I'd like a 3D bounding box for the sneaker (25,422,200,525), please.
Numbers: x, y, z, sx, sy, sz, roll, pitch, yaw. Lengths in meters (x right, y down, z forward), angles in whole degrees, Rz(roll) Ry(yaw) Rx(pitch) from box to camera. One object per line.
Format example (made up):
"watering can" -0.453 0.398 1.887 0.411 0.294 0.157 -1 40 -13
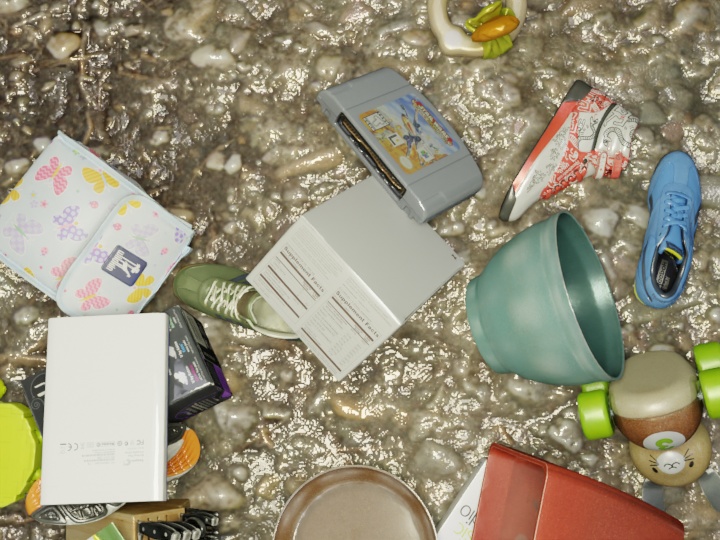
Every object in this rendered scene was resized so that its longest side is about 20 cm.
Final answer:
"sneaker" -0.283 0.244 1.122 0.200 0.092 0.076 -16 73 -30

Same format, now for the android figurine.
"android figurine" -0.467 0.217 1.178 0.200 0.041 0.182 1 84 1

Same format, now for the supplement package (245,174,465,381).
"supplement package" 0.000 0.000 1.107 0.156 0.200 0.111 47 121 4

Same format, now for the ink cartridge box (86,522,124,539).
"ink cartridge box" -0.303 0.362 1.090 0.059 0.200 0.104 -30 83 -43

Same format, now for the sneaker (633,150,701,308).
"sneaker" 0.380 -0.052 1.185 0.066 0.078 0.200 12 83 3

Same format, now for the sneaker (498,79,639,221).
"sneaker" 0.260 -0.126 1.196 0.108 0.067 0.202 32 83 6

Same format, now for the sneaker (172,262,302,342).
"sneaker" -0.133 0.035 1.170 0.200 0.090 0.067 19 86 2

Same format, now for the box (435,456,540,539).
"box" 0.152 0.346 1.166 0.144 0.036 0.200 34 87 3

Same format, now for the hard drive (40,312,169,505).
"hard drive" -0.275 0.149 1.060 0.132 0.025 0.200 -3 76 3

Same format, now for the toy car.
"toy car" 0.357 0.204 1.133 0.164 0.158 0.200 -14 102 18

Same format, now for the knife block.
"knife block" -0.253 0.301 1.102 0.200 0.176 0.064 -1 84 0

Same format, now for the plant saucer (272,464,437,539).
"plant saucer" -0.005 0.331 1.153 0.200 0.032 0.201 -3 78 12

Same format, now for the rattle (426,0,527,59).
"rattle" 0.139 -0.367 1.189 0.130 0.143 0.200 4 90 19

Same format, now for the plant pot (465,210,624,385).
"plant pot" 0.204 0.046 1.132 0.134 0.200 0.201 -19 84 26

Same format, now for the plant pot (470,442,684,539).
"plant pot" 0.232 0.312 1.065 0.176 0.200 0.200 12 85 -9

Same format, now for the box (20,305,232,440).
"box" -0.267 0.137 1.140 0.200 0.122 0.106 -26 76 -3

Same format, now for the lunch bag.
"lunch bag" -0.318 -0.040 1.163 0.200 0.127 0.170 39 88 -3

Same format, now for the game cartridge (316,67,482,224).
"game cartridge" 0.053 -0.157 1.179 0.133 0.042 0.200 -31 77 -36
